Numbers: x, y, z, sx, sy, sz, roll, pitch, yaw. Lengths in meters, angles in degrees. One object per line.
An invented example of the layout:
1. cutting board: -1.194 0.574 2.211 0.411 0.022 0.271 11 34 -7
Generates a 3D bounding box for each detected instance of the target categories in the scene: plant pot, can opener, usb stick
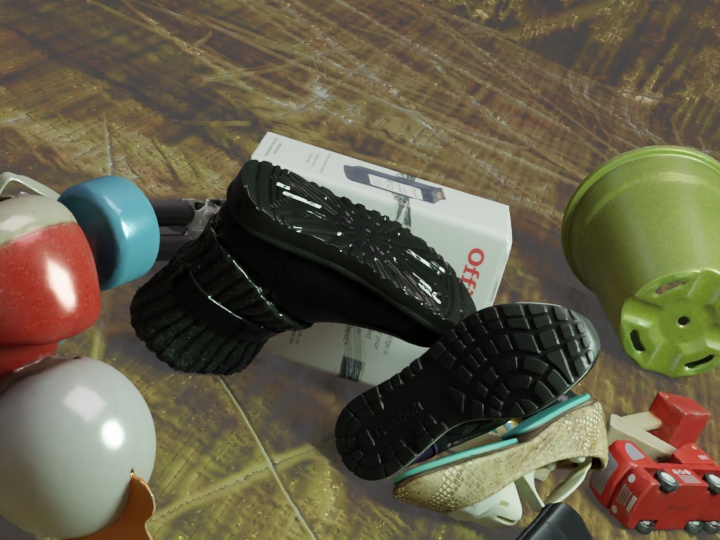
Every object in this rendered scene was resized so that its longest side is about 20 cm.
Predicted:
1. plant pot: 0.316 0.005 1.638 0.199 0.201 0.185 21 31 -15
2. can opener: -0.166 -0.031 1.280 0.066 0.054 0.199 0 1 35
3. usb stick: 0.112 0.201 1.036 0.056 0.032 0.200 61 23 3

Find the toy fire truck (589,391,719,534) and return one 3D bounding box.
1. toy fire truck: 0.246 0.155 1.322 0.199 0.049 0.141 8 26 -42

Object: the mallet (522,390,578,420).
1. mallet: 0.126 0.081 1.180 0.066 0.041 0.200 38 -5 20

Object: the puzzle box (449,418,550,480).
1. puzzle box: 0.072 0.090 1.295 0.132 0.026 0.200 20 20 -22

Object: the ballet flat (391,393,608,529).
1. ballet flat: 0.108 0.143 1.124 0.199 0.070 0.066 -18 84 -36

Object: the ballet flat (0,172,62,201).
1. ballet flat: -0.269 -0.040 1.112 0.199 0.071 0.071 9 26 -43

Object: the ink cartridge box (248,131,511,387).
1. ink cartridge box: 0.000 0.000 1.198 0.198 0.146 0.084 17 20 1

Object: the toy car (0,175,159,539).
1. toy car: -0.179 0.079 0.851 0.184 0.177 0.201 -23 80 -50

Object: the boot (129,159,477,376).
1. boot: -0.039 0.026 1.116 0.210 0.158 0.080 29 32 -16

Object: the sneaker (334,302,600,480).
1. sneaker: 0.080 0.077 1.094 0.087 0.199 0.076 1 65 -61
